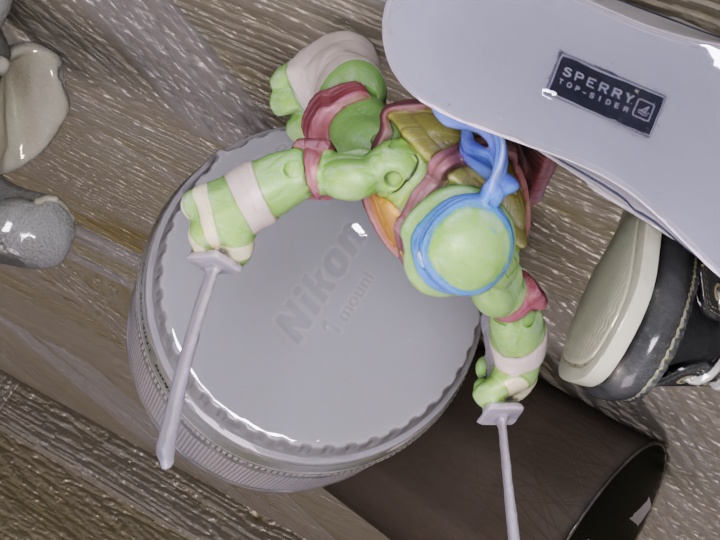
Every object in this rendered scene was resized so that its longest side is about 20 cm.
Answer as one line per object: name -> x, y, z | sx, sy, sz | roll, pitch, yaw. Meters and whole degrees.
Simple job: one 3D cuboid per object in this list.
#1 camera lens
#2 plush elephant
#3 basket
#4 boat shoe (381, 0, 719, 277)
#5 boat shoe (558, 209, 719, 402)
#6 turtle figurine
camera lens -> -0.030, 0.022, 1.055 | 0.160, 0.160, 0.200 | 33, 168, -2
plush elephant -> -0.227, -0.094, 1.163 | 0.164, 0.155, 0.200 | 27, 163, -23
basket -> 0.054, 0.105, 1.256 | 0.200, 0.136, 0.180 | 32, 174, 19
boat shoe -> 0.104, -0.048, 0.700 | 0.200, 0.074, 0.065 | 33, -164, 10
boat shoe -> 0.113, 0.010, 0.782 | 0.067, 0.072, 0.200 | 29, -168, 6
turtle figurine -> 0.000, 0.000, 0.833 | 0.143, 0.201, 0.194 | 4, -157, -5
